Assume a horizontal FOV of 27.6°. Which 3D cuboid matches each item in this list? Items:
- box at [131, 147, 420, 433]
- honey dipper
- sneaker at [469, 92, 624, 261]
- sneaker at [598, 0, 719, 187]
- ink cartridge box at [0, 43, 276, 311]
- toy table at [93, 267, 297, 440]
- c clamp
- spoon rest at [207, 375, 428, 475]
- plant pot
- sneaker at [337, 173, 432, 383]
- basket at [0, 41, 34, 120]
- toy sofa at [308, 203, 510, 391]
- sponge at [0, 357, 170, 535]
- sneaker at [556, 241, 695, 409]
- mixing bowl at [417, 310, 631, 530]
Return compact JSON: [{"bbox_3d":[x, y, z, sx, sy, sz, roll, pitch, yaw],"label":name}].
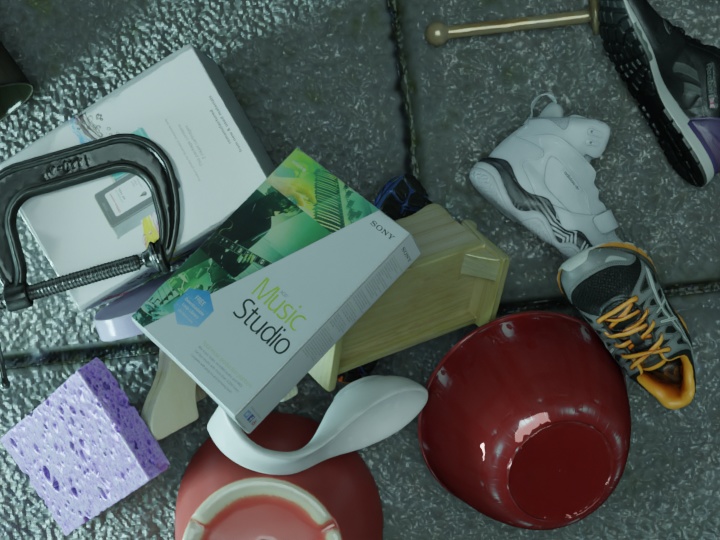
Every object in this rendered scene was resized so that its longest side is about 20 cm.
[{"bbox_3d":[-0.069,0.011,1.170,0.200,0.036,0.144,-46,56,-11],"label":"box"},{"bbox_3d":[0.158,-0.226,1.338,0.197,0.038,0.039,-6,92,7],"label":"honey dipper"},{"bbox_3d":[0.205,-0.066,1.317,0.199,0.075,0.115,37,91,-1],"label":"sneaker"},{"bbox_3d":[0.286,-0.182,1.309,0.087,0.076,0.201,-35,109,-8],"label":"sneaker"},{"bbox_3d":[-0.187,-0.080,1.299,0.198,0.147,0.147,-31,91,4],"label":"ink cartridge box"},{"bbox_3d":[-0.131,0.059,1.296,0.198,0.183,0.119,-24,102,-29],"label":"toy table"},{"bbox_3d":[-0.235,-0.017,1.220,0.198,0.027,0.173,-21,87,5],"label":"c clamp"},{"bbox_3d":[-0.028,0.133,1.235,0.198,0.100,0.061,-6,58,-31],"label":"spoon rest"},{"bbox_3d":[-0.077,0.235,1.288,0.197,0.177,0.204,0,92,1],"label":"plant pot"},{"bbox_3d":[0.000,0.000,1.329,0.075,0.078,0.202,37,74,-37],"label":"sneaker"},{"bbox_3d":[-0.417,-0.214,1.315,0.179,0.136,0.202,-27,87,-1],"label":"basket"},{"bbox_3d":[0.024,0.019,1.261,0.097,0.198,0.084,40,134,37],"label":"toy sofa"},{"bbox_3d":[-0.247,0.160,1.299,0.030,0.200,0.112,-33,88,-39],"label":"sponge"},{"bbox_3d":[0.239,0.047,1.268,0.078,0.078,0.200,-32,131,22],"label":"sneaker"},{"bbox_3d":[0.157,0.148,1.274,0.197,0.109,0.203,-4,112,-11],"label":"mixing bowl"}]
